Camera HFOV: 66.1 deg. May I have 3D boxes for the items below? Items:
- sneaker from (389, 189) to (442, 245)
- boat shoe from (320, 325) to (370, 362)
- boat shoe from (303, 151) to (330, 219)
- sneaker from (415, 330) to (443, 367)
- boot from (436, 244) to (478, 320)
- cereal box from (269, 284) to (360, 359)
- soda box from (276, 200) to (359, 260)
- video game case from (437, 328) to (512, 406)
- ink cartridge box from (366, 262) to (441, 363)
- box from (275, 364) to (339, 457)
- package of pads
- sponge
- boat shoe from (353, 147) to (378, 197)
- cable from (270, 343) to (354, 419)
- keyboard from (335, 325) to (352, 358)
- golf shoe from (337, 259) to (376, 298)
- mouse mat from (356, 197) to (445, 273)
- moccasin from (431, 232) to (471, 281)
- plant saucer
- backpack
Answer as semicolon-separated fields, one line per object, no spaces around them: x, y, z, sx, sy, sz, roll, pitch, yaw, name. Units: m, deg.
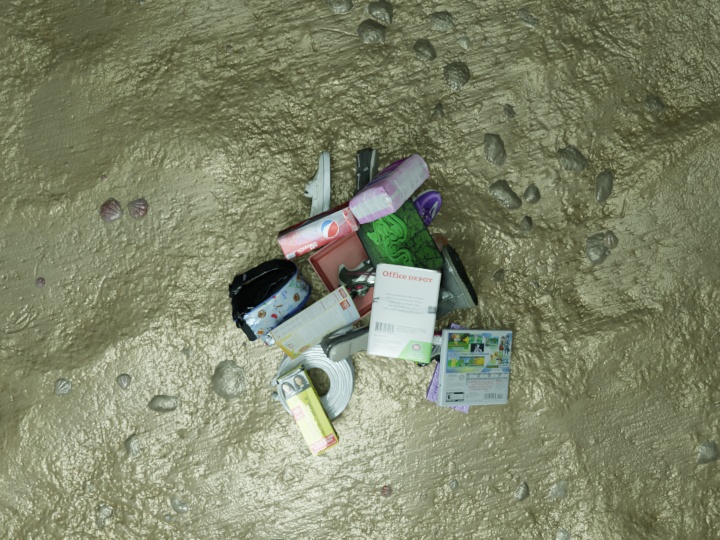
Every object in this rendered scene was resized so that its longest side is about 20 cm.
0.141;-0.120;1.377;0.200;0.083;0.081;-47;108;-15;sneaker
-0.009;0.165;1.350;0.057;0.198;0.068;37;126;38;boat shoe
-0.110;-0.201;1.406;0.068;0.071;0.205;3;93;-2;boat shoe
0.133;0.191;1.344;0.196;0.074;0.089;5;96;-19;sneaker
0.166;0.050;1.347;0.197;0.073;0.184;-19;103;29;boot
-0.101;0.124;1.293;0.198;0.144;0.040;-32;64;-5;cereal box
-0.102;-0.098;1.351;0.197;0.070;0.064;-22;108;5;soda box
0.282;0.237;1.360;0.196;0.022;0.186;3;92;-22;video game case
0.099;0.091;1.245;0.142;0.084;0.204;8;94;7;ink cartridge box
-0.125;0.331;1.315;0.074;0.050;0.203;-26;91;-1;box
0.072;-0.197;1.327;0.200;0.119;0.076;-47;114;-42;package of pads
0.248;0.246;1.398;0.110;0.030;0.204;19;87;1;sponge
0.007;-0.214;1.403;0.056;0.067;0.204;3;74;18;boat shoe
-0.111;0.274;1.375;0.198;0.069;0.202;29;89;2;cable
-0.046;0.125;1.415;0.055;0.011;0.205;4;87;0;keyboard
0.041;0.009;1.349;0.196;0.077;0.090;-12;79;-6;golf shoe
0.091;-0.058;1.314;0.159;0.008;0.202;-30;68;10;mouse mat
0.228;0.000;1.387;0.072;0.078;0.205;-22;87;-1;moccasin
0.000;0.000;1.401;0.198;0.037;0.201;-34;87;-8;plant saucer
-0.208;0.071;1.333;0.190;0.200;0.155;-40;119;1;backpack
